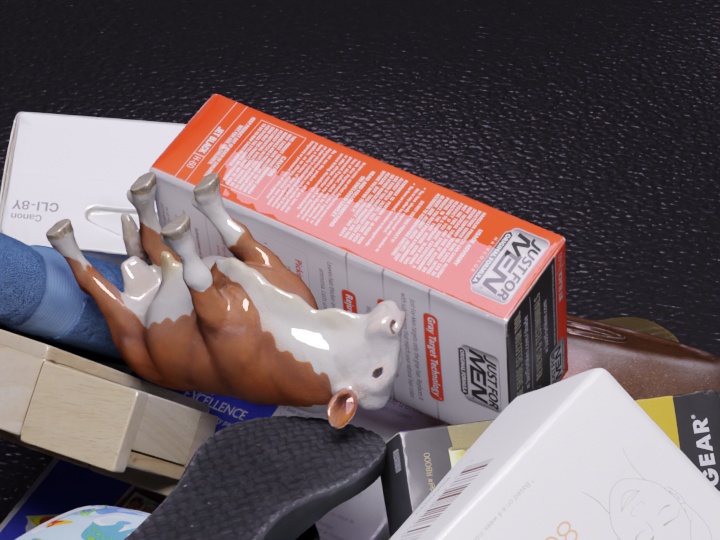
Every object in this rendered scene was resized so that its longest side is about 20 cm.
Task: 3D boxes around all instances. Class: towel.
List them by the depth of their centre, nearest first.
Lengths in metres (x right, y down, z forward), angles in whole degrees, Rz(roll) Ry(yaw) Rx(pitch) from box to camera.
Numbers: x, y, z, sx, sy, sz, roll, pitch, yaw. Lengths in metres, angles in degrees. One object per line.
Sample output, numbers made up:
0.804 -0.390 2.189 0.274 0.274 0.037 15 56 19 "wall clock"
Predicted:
-0.174 0.007 1.405 0.111 0.049 0.199 8 -8 45 "towel"

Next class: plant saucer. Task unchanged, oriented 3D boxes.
0.110 0.045 1.457 0.199 0.035 0.200 13 4 -1 "plant saucer"

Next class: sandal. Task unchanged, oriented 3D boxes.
-0.053 0.115 1.212 0.075 0.045 0.200 12 26 24 "sandal"

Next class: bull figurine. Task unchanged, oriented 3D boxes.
-0.063 0.017 1.297 0.065 0.122 0.199 -43 22 -30 "bull figurine"

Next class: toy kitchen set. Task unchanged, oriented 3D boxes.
-0.176 0.125 1.378 0.199 0.182 0.163 16 -4 28 "toy kitchen set"

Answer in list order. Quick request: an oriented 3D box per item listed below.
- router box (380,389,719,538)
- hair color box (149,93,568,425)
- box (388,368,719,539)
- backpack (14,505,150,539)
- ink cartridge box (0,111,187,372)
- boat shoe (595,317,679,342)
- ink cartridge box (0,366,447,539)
0.102 0.164 1.271 0.156 0.201 0.052 -7 -11 -14 "router box"
0.000 0.000 1.340 0.199 0.102 0.061 24 56 23 "hair color box"
0.103 0.169 1.180 0.152 0.200 0.106 -44 4 -18 "box"
-0.114 0.202 1.231 0.182 0.148 0.200 16 32 30 "backpack"
-0.119 -0.009 1.586 0.144 0.200 0.084 4 68 3 "ink cartridge box"
0.161 0.084 1.586 0.073 0.064 0.201 -11 23 -13 "boat shoe"
-0.066 0.118 1.426 0.197 0.047 0.200 19 56 34 "ink cartridge box"
